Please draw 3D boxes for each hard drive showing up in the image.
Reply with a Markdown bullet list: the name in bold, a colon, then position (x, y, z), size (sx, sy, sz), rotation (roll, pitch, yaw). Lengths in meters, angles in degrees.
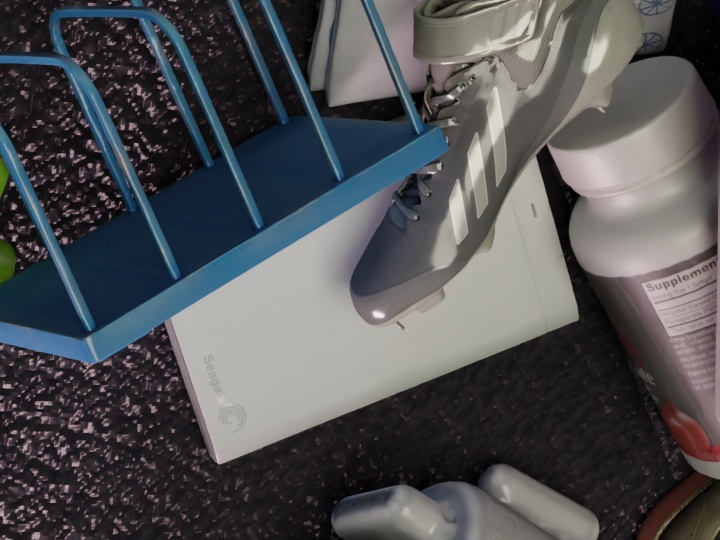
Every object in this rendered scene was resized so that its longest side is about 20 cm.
- **hard drive**: position (0.000, 0.000, 1.485), size (0.200, 0.026, 0.132), rotation (-22, 112, -11)

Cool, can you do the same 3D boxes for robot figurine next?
- **robot figurine**: position (0.068, 0.184, 1.515), size (0.200, 0.113, 0.170), rotation (34, 66, -24)

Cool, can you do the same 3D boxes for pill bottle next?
- **pill bottle**: position (0.172, -0.003, 1.493), size (0.111, 0.111, 0.200), rotation (-32, 113, -6)

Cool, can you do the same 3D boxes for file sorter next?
- **file sorter**: position (-0.094, -0.064, 1.350), size (0.200, 0.139, 0.123), rotation (-32, 109, -25)

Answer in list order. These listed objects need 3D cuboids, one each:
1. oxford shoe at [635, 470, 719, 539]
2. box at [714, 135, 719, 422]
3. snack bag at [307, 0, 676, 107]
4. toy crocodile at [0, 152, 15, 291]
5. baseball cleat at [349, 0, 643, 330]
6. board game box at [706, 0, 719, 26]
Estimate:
- **oxford shoe**: position (0.234, 0.105, 1.566), size (0.070, 0.075, 0.200), rotation (41, 91, -24)
- **box**: position (0.255, -0.010, 1.386), size (0.152, 0.106, 0.200), rotation (-13, 120, -20)
- **snack bag**: position (0.076, -0.162, 1.408), size (0.188, 0.021, 0.200), rotation (-9, 141, -17)
- **toy crocodile**: position (-0.214, 0.026, 1.409), size (0.067, 0.062, 0.200), rotation (12, 99, -33)
- **baseball cleat**: position (0.043, -0.070, 1.420), size (0.106, 0.070, 0.200), rotation (37, 94, -29)
- **board game box**: position (0.276, -0.173, 1.463), size (0.200, 0.134, 0.045), rotation (-35, 114, -5)
